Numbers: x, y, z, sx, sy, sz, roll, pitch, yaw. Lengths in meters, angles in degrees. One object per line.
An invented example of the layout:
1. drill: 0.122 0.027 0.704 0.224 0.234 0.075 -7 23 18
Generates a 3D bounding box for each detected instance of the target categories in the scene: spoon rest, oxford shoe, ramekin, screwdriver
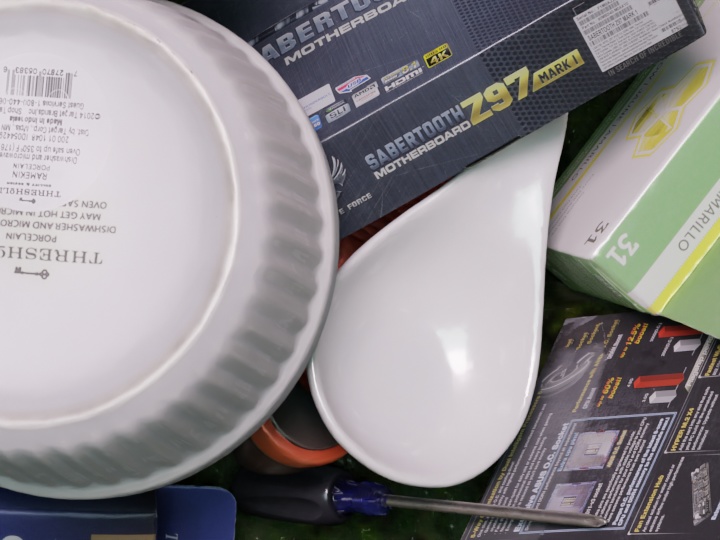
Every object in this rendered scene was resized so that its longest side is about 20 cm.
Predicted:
1. spoon rest: 0.040 -0.006 1.181 0.099 0.061 0.200 28 63 -16
2. oxford shoe: 0.000 0.000 1.238 0.071 0.073 0.200 39 65 -9
3. ramekin: -0.113 -0.015 1.090 0.200 0.105 0.200 -1 83 9
4. screwdriver: 0.024 0.098 1.189 0.200 0.029 0.028 5 57 39

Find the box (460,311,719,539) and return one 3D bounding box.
1. box: 0.114 0.103 1.142 0.050 0.158 0.200 47 55 -30

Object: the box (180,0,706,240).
1. box: 0.027 -0.103 1.203 0.200 0.158 0.051 -28 124 6

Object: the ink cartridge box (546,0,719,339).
1. ink cartridge box: 0.150 -0.047 1.168 0.048 0.200 0.146 39 86 -14

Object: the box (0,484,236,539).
1. box: -0.153 0.143 1.200 0.200 0.032 0.121 2 114 -7
